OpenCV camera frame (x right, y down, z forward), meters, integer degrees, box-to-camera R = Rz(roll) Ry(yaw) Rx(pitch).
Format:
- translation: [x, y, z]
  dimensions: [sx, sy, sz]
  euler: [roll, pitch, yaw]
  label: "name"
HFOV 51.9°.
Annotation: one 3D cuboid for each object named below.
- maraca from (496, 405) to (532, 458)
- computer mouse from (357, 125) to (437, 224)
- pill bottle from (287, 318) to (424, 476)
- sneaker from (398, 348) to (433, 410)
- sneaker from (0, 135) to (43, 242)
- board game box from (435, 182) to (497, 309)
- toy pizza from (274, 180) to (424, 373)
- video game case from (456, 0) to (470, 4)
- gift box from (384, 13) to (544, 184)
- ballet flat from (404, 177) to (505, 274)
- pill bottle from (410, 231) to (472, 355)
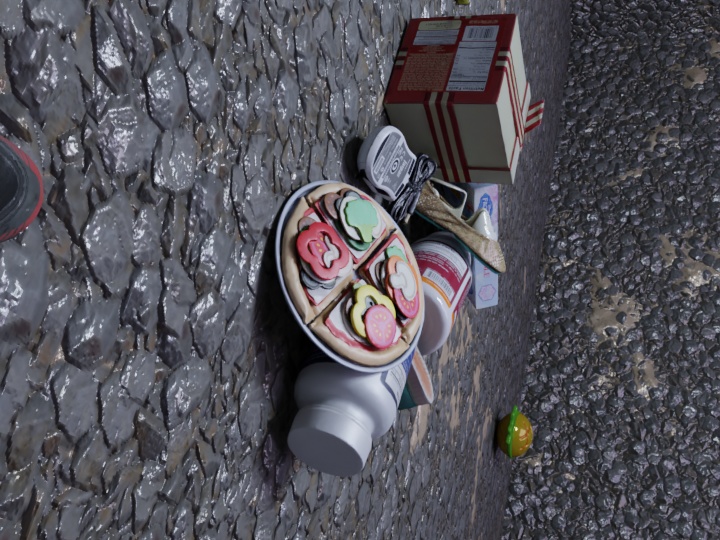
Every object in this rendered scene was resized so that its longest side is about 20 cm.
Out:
- translation: [0.451, 0.476, 2.175]
  dimensions: [0.201, 0.105, 0.140]
  euler: [62, 39, -57]
  label: "maraca"
- translation: [0.038, -0.130, 0.933]
  dimensions: [0.111, 0.043, 0.200]
  euler: [-61, 156, -3]
  label: "computer mouse"
- translation: [-0.006, 0.107, 0.785]
  dimensions: [0.112, 0.109, 0.202]
  euler: [75, 28, -43]
  label: "pill bottle"
- translation: [0.022, 0.091, 0.930]
  dimensions: [0.072, 0.078, 0.203]
  euler: [-63, 132, -67]
  label: "sneaker"
- translation: [-0.181, -0.040, 0.274]
  dimensions: [0.200, 0.096, 0.073]
  euler: [17, 77, -71]
  label: "sneaker"
- translation: [0.169, -0.076, 1.194]
  dimensions: [0.201, 0.040, 0.203]
  euler: [-114, -164, -60]
  label: "board game box"
- translation: [0.000, 0.000, 0.737]
  dimensions: [0.198, 0.031, 0.204]
  euler: [22, 55, -36]
  label: "toy pizza"
- translation: [0.166, -0.578, 1.222]
  dimensions: [0.180, 0.025, 0.205]
  euler: [24, 73, -69]
  label: "video game case"
- translation: [0.154, -0.242, 1.045]
  dimensions: [0.203, 0.181, 0.188]
  euler: [-67, 153, -25]
  label: "gift box"
- translation: [0.143, -0.075, 1.051]
  dimensions: [0.066, 0.198, 0.071]
  euler: [-52, -170, 15]
  label: "ballet flat"
- translation: [0.095, 0.024, 1.047]
  dimensions: [0.200, 0.111, 0.115]
  euler: [-51, 141, -57]
  label: "pill bottle"
